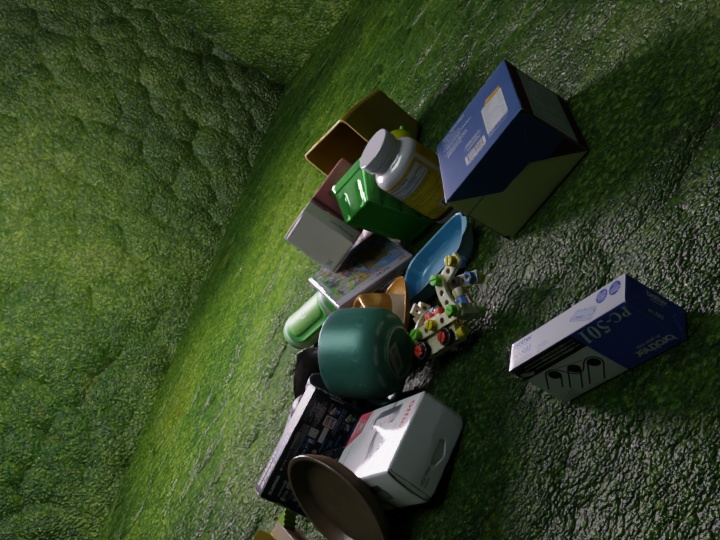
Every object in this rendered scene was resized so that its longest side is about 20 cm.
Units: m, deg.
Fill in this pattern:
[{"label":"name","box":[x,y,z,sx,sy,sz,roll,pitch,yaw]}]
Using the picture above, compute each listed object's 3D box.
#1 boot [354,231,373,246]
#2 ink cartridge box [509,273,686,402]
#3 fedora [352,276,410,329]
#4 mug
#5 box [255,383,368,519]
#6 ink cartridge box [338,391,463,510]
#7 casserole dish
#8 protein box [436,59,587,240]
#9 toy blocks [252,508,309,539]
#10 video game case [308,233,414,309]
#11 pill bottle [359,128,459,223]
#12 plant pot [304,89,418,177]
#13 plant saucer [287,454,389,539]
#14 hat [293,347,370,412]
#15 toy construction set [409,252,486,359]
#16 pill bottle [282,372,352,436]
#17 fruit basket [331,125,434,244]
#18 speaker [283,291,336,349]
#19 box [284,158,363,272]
[{"label":"boot","box":[0.023,-0.071,2.085,0.200,0.064,0.187,-39,30,40]},{"label":"ink cartridge box","box":[0.274,0.084,1.104,0.200,0.094,0.044,-41,26,46]},{"label":"fedora","box":[0.026,0.097,1.714,0.201,0.082,0.201,-168,90,-76]},{"label":"mug","box":[0.025,0.141,1.573,0.114,0.185,0.153,-4,73,31]},{"label":"box","box":[-0.060,0.313,1.566,0.200,0.159,0.046,-63,17,-4]},{"label":"ink cartridge box","box":[0.049,0.279,1.417,0.200,0.085,0.146,-30,26,55]},{"label":"casserole dish","box":[0.144,-0.017,1.698,0.200,0.039,0.121,-49,22,36]},{"label":"protein box","box":[0.241,-0.201,1.548,0.199,0.135,0.200,-52,20,28]},{"label":"toy blocks","box":[-0.132,0.526,1.584,0.200,0.100,0.137,-61,29,-1]},{"label":"video game case","box":[0.000,0.000,1.920,0.182,0.022,0.200,-35,25,-8]},{"label":"pill bottle","box":[0.103,-0.182,1.786,0.112,0.200,0.113,-49,23,28]},{"label":"plant pot","box":[0.023,-0.307,2.234,0.200,0.200,0.177,-35,21,54]},{"label":"plant saucer","box":[-0.030,0.353,1.412,0.029,0.200,0.200,-38,2,-35]},{"label":"hat","box":[-0.034,0.221,1.742,0.081,0.201,0.201,-17,-18,-43]},{"label":"toy construction set","box":[0.129,0.069,1.518,0.200,0.092,0.131,128,134,-58]},{"label":"pill bottle","box":[-0.078,0.288,1.658,0.112,0.112,0.200,-108,34,-66]},{"label":"fruit basket","box":[0.060,-0.181,1.902,0.155,0.215,0.216,-43,25,46]},{"label":"speaker","box":[-0.094,0.102,2.097,0.200,0.088,0.089,-43,25,45]},{"label":"box","box":[-0.048,-0.118,1.973,0.109,0.128,0.200,-51,5,45]}]
